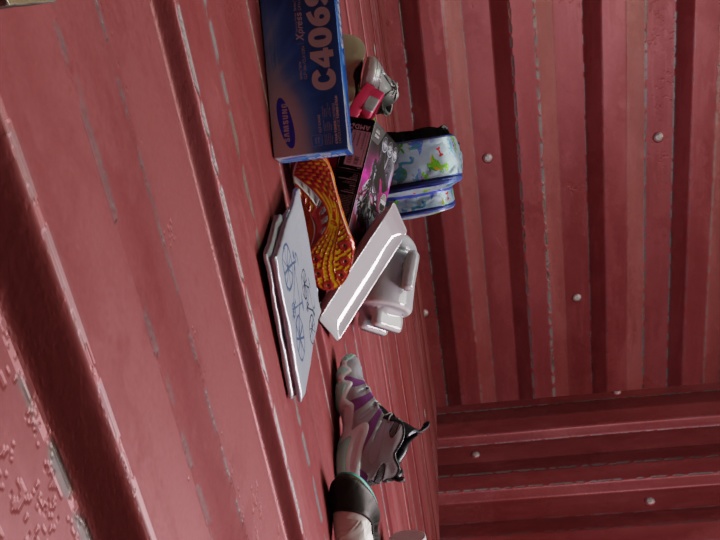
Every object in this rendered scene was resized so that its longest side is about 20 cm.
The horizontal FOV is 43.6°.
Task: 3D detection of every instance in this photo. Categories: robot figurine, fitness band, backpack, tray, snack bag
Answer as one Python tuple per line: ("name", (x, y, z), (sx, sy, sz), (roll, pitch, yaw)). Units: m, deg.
("robot figurine", (0.044, 0.011, 1.621), (0.111, 0.168, 0.205), (20, 70, -37))
("fitness band", (-0.013, -0.219, 1.439), (0.145, 0.037, 0.201), (-63, 180, 30))
("backpack", (0.088, -0.164, 1.516), (0.200, 0.178, 0.151), (-90, 170, -85))
("tray", (0.000, 0.000, 1.319), (0.202, 0.022, 0.108), (-57, 156, -11))
("snack bag", (-0.078, 0.019, 1.061), (0.201, 0.021, 0.193), (-82, 165, -61))

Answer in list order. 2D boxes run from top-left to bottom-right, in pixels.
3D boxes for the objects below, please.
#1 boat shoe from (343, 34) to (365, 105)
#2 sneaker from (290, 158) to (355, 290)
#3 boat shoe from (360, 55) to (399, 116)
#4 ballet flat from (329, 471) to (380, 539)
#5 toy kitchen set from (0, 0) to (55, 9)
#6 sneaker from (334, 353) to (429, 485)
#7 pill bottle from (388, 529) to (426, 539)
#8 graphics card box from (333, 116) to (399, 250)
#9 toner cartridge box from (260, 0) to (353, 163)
("boat shoe", (-0.030, -0.325, 1.533), (0.063, 0.069, 0.203), (94, 0, -50))
("sneaker", (-0.048, -0.071, 1.187), (0.078, 0.071, 0.204), (-104, -173, -65))
("boat shoe", (0.034, -0.311, 1.557), (0.200, 0.067, 0.074), (96, 5, -78))
("ballet flat", (-0.004, 0.354, 1.232), (0.202, 0.066, 0.069), (76, 19, -47))
("toy kitchen set", (-0.119, -0.210, 0.342), (0.181, 0.159, 0.205), (-74, 158, -71))
("sneaker", (0.034, 0.218, 1.327), (0.078, 0.136, 0.205), (67, 19, -66))
("pill bottle", (0.100, 0.605, 1.709), (0.104, 0.102, 0.205), (-45, 129, -81))
("graphics card box", (-0.002, -0.112, 1.340), (0.125, 0.050, 0.205), (30, 72, -67))
("toner cartridge box", (-0.065, -0.238, 1.081), (0.043, 0.093, 0.205), (7, 77, -81))
